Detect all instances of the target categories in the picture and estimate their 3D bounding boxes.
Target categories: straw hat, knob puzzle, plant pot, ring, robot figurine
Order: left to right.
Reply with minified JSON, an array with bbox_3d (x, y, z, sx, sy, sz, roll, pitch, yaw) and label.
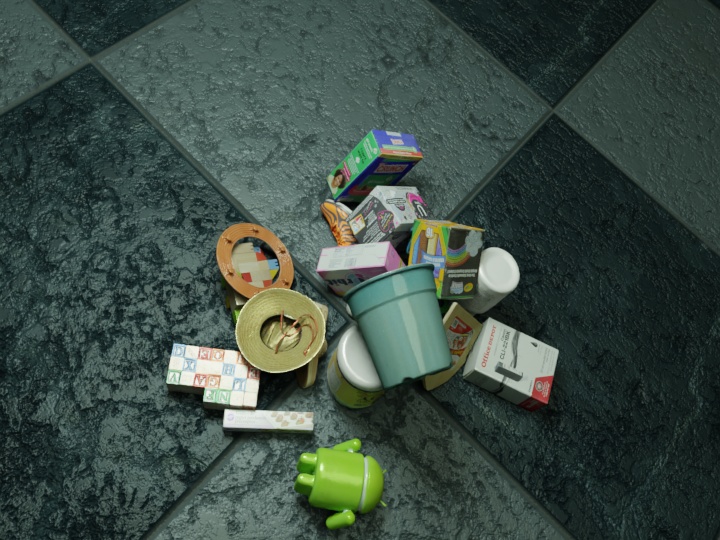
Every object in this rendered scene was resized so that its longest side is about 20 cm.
[{"bbox_3d":[-0.238,-0.023,1.455,0.197,0.019,0.205,22,51,-29],"label":"ring"},{"bbox_3d":[-0.176,0.146,1.409,0.194,0.086,0.207,1,67,-3],"label":"straw hat"},{"bbox_3d":[-0.038,0.439,1.315,0.194,0.117,0.179,11,51,-8],"label":"robot figurine"},{"bbox_3d":[0.085,0.117,1.237,0.195,0.201,0.201,-13,75,-19],"label":"plant pot"},{"bbox_3d":[0.197,0.185,1.476,0.218,0.224,0.030,-38,48,-27],"label":"knob puzzle"}]

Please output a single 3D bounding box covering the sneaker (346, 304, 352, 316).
[{"bbox_3d":[0.066,0.059,1.523,0.194,0.116,0.076,-9,68,-16],"label":"sneaker"}]

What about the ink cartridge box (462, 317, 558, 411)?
[{"bbox_3d":[0.365,0.228,1.533,0.195,0.084,0.147,24,62,-1],"label":"ink cartridge box"}]

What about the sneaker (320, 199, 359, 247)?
[{"bbox_3d":[-0.048,-0.083,1.583,0.200,0.078,0.112,43,62,9],"label":"sneaker"}]

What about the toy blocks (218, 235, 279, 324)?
[{"bbox_3d":[-0.251,0.014,1.488,0.133,0.100,0.205,-7,66,-29],"label":"toy blocks"}]

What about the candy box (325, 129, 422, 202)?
[{"bbox_3d":[0.035,-0.258,1.588,0.166,0.199,0.079,-6,62,-46],"label":"candy box"}]

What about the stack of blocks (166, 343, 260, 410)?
[{"bbox_3d":[-0.318,0.237,1.374,0.194,0.059,0.118,9,63,-10],"label":"stack of blocks"}]

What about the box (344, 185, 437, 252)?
[{"bbox_3d":[0.081,-0.124,1.556,0.116,0.132,0.198,56,30,14],"label":"box"}]

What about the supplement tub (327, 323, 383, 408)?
[{"bbox_3d":[0.004,0.215,1.383,0.141,0.201,0.150,5,63,-10],"label":"supplement tub"}]

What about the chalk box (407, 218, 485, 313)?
[{"bbox_3d":[0.188,-0.005,1.441,0.122,0.123,0.207,1,103,-38],"label":"chalk box"}]

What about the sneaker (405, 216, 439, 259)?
[{"bbox_3d":[0.139,-0.036,1.546,0.080,0.205,0.073,-18,40,-33],"label":"sneaker"}]

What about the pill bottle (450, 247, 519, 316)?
[{"bbox_3d":[0.292,0.039,1.535,0.111,0.201,0.118,8,63,-16],"label":"pill bottle"}]

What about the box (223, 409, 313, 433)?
[{"bbox_3d":[-0.200,0.329,1.371,0.194,0.042,0.040,5,63,-12],"label":"box"}]

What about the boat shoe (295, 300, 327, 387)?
[{"bbox_3d":[-0.105,0.170,1.452,0.063,0.071,0.206,17,64,-30],"label":"boat shoe"}]

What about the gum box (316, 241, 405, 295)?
[{"bbox_3d":[0.000,0.000,1.483,0.195,0.114,0.068,-4,55,30],"label":"gum box"}]
